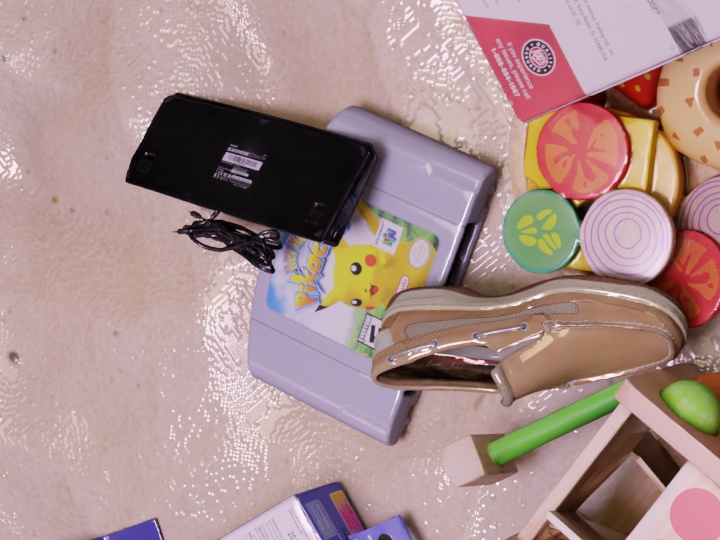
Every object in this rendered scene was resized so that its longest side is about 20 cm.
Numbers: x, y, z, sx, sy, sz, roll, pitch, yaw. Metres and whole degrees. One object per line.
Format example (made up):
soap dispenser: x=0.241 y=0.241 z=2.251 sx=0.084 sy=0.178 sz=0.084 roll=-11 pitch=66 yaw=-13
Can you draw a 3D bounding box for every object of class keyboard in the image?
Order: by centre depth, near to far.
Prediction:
keyboard: x=-0.077 y=-0.053 z=1.391 sx=0.200 sy=0.040 sz=0.104 roll=18 pitch=74 yaw=40

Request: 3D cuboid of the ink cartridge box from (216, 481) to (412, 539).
ink cartridge box: x=-0.049 y=0.234 z=1.389 sx=0.200 sy=0.076 sz=0.137 roll=-32 pitch=80 yaw=23

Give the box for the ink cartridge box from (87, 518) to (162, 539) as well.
ink cartridge box: x=-0.208 y=0.301 z=1.492 sx=0.200 sy=0.047 sz=0.198 roll=-22 pitch=83 yaw=27

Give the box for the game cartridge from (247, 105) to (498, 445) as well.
game cartridge: x=0.000 y=0.000 z=1.377 sx=0.133 sy=0.040 sz=0.200 roll=26 pitch=104 yaw=27

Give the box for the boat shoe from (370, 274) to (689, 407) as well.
boat shoe: x=0.101 y=0.053 z=1.271 sx=0.199 sy=0.076 sz=0.072 roll=-5 pitch=129 yaw=27

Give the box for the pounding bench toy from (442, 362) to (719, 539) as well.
pounding bench toy: x=0.163 y=0.121 z=1.252 sx=0.200 sy=0.124 sz=0.156 roll=41 pitch=109 yaw=19

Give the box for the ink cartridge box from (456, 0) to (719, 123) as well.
ink cartridge box: x=0.154 y=-0.196 z=1.193 sx=0.200 sy=0.083 sz=0.147 roll=-22 pitch=107 yaw=23

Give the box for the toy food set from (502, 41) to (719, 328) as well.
toy food set: x=0.182 y=-0.067 z=1.275 sx=0.199 sy=0.049 sz=0.199 roll=8 pitch=97 yaw=25
